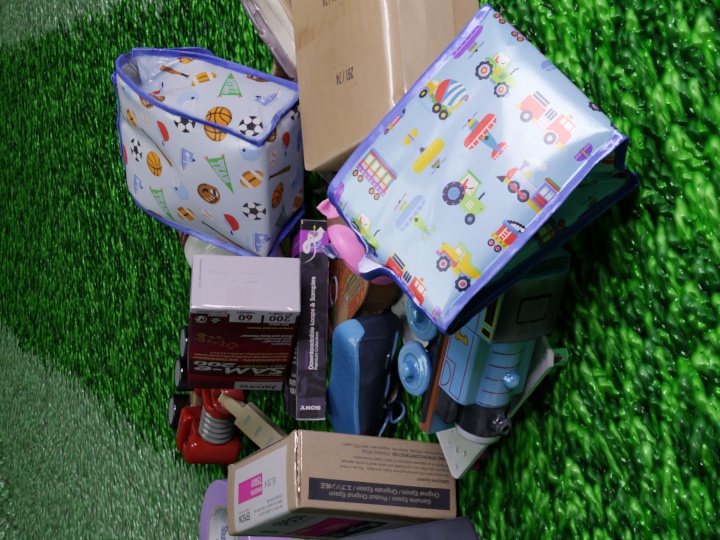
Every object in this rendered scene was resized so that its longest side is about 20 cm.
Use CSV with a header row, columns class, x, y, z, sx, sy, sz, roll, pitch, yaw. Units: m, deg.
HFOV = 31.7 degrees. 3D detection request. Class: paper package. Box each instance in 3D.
class,x,y,z,sx,sy,sz,roll,pitch,yaw
paper package,0.024,-0.198,1.167,0.200,0.102,0.193,159,108,-64

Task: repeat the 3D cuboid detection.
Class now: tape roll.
class,x,y,z,sx,sy,sz,roll,pitch,yaw
tape roll,-0.143,0.363,1.607,0.200,0.065,0.203,7,98,64

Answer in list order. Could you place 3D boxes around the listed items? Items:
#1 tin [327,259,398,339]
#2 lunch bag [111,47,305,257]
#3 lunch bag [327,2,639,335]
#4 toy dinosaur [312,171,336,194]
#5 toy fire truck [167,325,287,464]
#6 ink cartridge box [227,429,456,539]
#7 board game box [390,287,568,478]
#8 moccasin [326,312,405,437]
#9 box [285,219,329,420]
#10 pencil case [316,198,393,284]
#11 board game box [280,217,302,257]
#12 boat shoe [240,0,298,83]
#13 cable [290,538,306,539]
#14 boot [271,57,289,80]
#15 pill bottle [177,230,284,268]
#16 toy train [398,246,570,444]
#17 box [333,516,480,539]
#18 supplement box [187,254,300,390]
class,x,y,z,sx,sy,sz,roll,pitch,yaw
tin,0.000,0.000,1.275,0.200,0.041,0.113,124,148,-63
lunch bag,-0.159,-0.128,1.300,0.198,0.124,0.171,18,134,17
lunch bag,0.075,-0.062,0.918,0.151,0.200,0.094,49,-178,25
toy dinosaur,-0.057,-0.122,1.356,0.200,0.047,0.088,44,156,16
toy fire truck,-0.162,0.187,1.595,0.201,0.127,0.177,-110,29,-51
ink cartridge box,-0.023,0.213,1.224,0.200,0.163,0.076,144,130,-60
board game box,0.099,0.049,1.122,0.201,0.026,0.201,-60,41,47
moccasin,0.012,0.119,1.256,0.081,0.068,0.201,57,155,29
box,-0.056,0.054,1.333,0.143,0.036,0.203,156,117,-82
pencil case,0.056,-0.074,1.056,0.200,0.091,0.094,-40,84,28
board game box,-0.101,0.006,1.508,0.135,0.044,0.202,-55,44,51
boat shoe,-0.058,-0.226,1.289,0.064,0.072,0.201,-17,113,45
cable,-0.035,0.380,1.382,0.200,0.069,0.203,171,95,-65
boot,-0.069,-0.298,1.385,0.201,0.072,0.156,110,148,-43
pill bottle,-0.154,-0.062,1.434,0.201,0.113,0.115,67,148,34
toy train,0.094,0.047,1.012,0.114,0.086,0.202,42,130,47
box,0.003,0.335,1.148,0.125,0.198,0.197,65,147,34
supplement box,-0.122,0.057,1.289,0.200,0.107,0.062,105,165,-62
